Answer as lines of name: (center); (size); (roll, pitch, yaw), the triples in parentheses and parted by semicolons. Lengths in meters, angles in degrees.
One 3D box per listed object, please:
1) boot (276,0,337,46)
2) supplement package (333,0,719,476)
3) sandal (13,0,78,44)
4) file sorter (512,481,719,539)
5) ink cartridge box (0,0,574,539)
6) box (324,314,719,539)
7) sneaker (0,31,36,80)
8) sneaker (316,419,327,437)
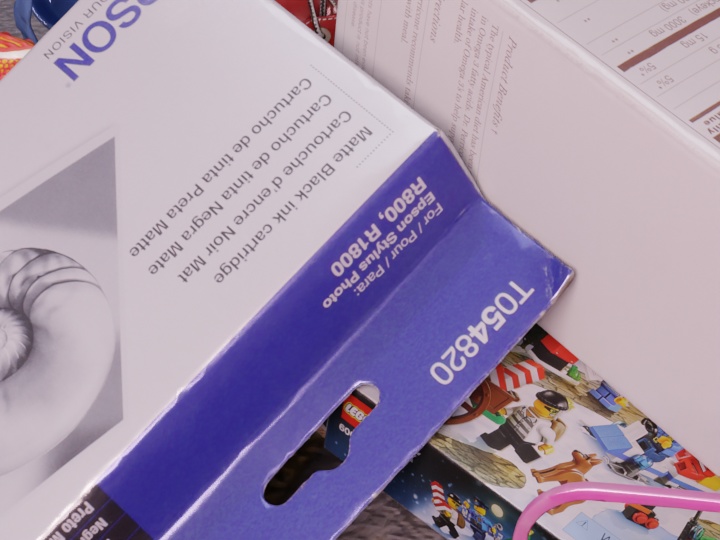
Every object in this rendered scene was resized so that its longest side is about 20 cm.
boot: (0.001, -0.120, 0.907); (0.198, 0.073, 0.144); (-12, -3, -23)
supplement package: (0.097, -0.053, 0.737); (0.117, 0.118, 0.200); (-29, 56, -31)
sandal: (-0.081, -0.106, 1.016); (0.198, 0.080, 0.087); (16, 18, 17)
file sorter: (0.085, 0.157, 0.535); (0.138, 0.127, 0.200); (4, 27, 10)
ink cartridge box: (-0.066, 0.007, 0.726); (0.200, 0.041, 0.200); (39, 82, 28)
box: (0.106, 0.066, 0.730); (0.199, 0.038, 0.136); (35, 49, 24)
sneaker: (-0.117, -0.034, 0.817); (0.199, 0.073, 0.077); (26, 72, 32)
sneaker: (-0.032, 0.007, 0.862); (0.073, 0.081, 0.200); (-16, 44, -25)
